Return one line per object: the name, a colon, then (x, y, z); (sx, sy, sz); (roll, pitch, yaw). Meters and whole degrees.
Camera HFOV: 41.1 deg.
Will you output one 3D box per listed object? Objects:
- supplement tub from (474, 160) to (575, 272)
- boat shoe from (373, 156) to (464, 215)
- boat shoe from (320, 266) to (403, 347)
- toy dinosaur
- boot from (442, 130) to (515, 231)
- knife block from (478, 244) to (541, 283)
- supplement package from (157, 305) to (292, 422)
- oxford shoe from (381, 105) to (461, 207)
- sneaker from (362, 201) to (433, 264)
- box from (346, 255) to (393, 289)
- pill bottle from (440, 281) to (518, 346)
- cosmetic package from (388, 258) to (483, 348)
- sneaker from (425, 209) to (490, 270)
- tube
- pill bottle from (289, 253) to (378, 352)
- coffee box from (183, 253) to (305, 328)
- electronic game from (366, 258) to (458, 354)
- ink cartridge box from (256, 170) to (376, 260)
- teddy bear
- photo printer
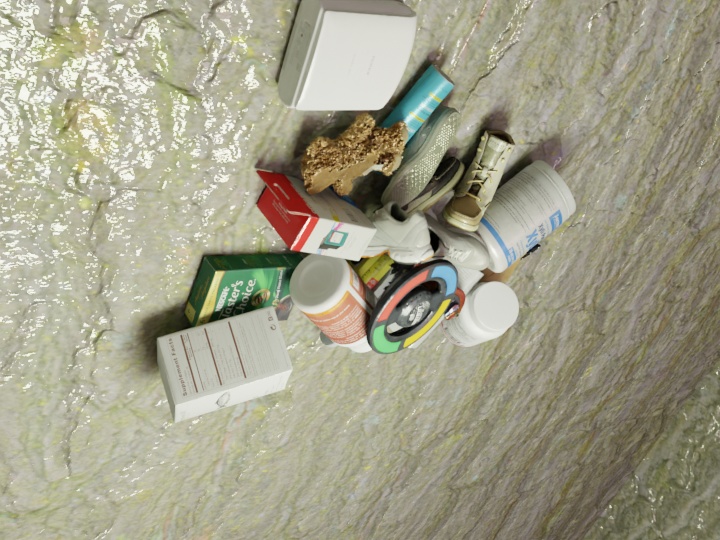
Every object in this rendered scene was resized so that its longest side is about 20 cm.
supplement tub: (0.303, -0.104, 1.858); (0.199, 0.132, 0.132); (-37, 145, -6)
boat shoe: (0.102, -0.141, 1.679); (0.201, 0.072, 0.066); (-45, 105, -19)
boat shoe: (0.006, 0.068, 1.797); (0.201, 0.073, 0.068); (-54, 136, 0)
toy dinosaur: (0.129, 0.041, 1.730); (0.178, 0.199, 0.107); (12, 83, -23)
boot: (0.214, -0.164, 1.710); (0.156, 0.071, 0.200); (-66, 173, 27)
knife block: (0.289, -0.062, 1.947); (0.198, 0.064, 0.177); (-2, 127, -43)
supplement package: (-0.224, 0.153, 1.568); (0.197, 0.119, 0.117); (-15, 163, -17)
oxford shoe: (0.095, -0.192, 1.616); (0.202, 0.058, 0.075); (-57, 146, 5)
sneaker: (0.035, -0.072, 1.596); (0.075, 0.197, 0.094); (-24, 115, -51)
box: (0.000, 0.000, 1.740); (0.200, 0.050, 0.075); (-47, 144, 6)
pill bottle: (0.240, 0.087, 1.935); (0.112, 0.115, 0.200); (-30, 177, -16)
cosmetic package: (0.135, 0.045, 1.861); (0.200, 0.101, 0.071); (-46, 166, 6)
sneaker: (0.154, -0.042, 1.743); (0.198, 0.093, 0.076); (27, 118, -19)
tube: (0.071, -0.244, 1.569); (0.077, 0.051, 0.200); (24, 116, -41)
pill bottle: (-0.032, 0.061, 1.639); (0.112, 0.112, 0.200); (-41, 141, -1)
coffee box: (-0.187, 0.034, 1.598); (0.198, 0.044, 0.124); (-2, 128, -43)
electronic game: (0.090, 0.063, 1.633); (0.198, 0.042, 0.202); (-32, 148, -22)
ink cartridge box: (-0.082, -0.086, 1.516); (0.198, 0.116, 0.068); (9, 122, -47)
teddy bear: (-0.010, -0.185, 1.519); (0.197, 0.067, 0.146); (-25, 153, -12)
photo printer: (-0.011, -0.313, 1.390); (0.198, 0.070, 0.168); (-8, 132, -39)
